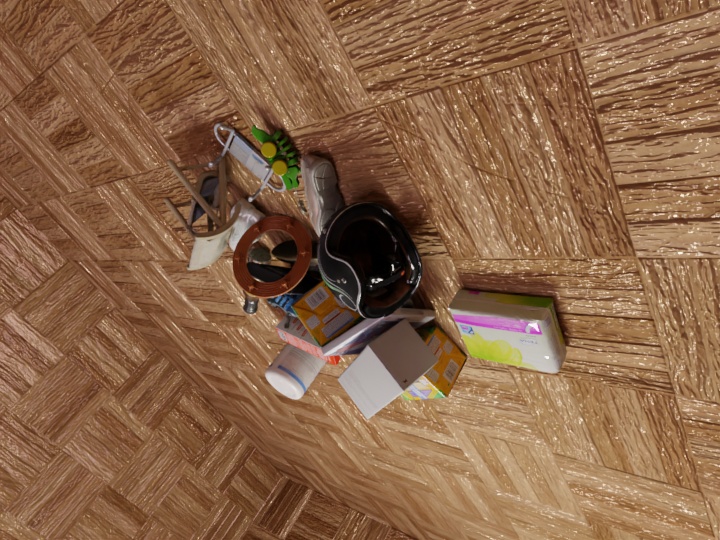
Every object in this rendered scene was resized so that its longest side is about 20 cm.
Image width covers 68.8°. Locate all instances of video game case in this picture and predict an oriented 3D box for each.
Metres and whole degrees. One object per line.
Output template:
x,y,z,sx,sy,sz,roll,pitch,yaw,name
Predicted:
0.041,0.138,1.163,0.200,0.182,0.023,-35,64,31,video game case

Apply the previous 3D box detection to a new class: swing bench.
-0.360,-0.132,1.222,0.199,0.129,0.201,-40,70,59,swing bench

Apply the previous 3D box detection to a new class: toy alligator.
-0.142,-0.208,1.044,0.054,0.059,0.201,-28,108,11,toy alligator

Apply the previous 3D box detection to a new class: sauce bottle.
-0.289,0.034,1.448,0.064,0.065,0.201,28,127,15,sauce bottle

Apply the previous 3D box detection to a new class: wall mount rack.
-0.241,-0.232,1.097,0.200,0.075,0.174,41,149,-7,wall mount rack

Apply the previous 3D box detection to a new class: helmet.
0.009,-0.026,1.008,0.191,0.199,0.201,52,160,34,helmet

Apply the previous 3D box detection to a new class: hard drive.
-0.173,0.023,1.298,0.139,0.033,0.200,23,-175,22,hard drive

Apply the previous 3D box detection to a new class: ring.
-0.207,-0.035,1.208,0.199,0.201,0.019,23,168,23,ring

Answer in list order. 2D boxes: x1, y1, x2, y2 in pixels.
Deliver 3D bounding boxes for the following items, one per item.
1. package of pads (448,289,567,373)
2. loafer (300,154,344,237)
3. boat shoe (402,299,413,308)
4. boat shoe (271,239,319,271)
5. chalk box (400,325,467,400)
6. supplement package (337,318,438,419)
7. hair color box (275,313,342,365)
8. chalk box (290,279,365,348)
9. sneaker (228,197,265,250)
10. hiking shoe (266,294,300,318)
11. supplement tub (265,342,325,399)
0.288,0.118,1.028,0.199,0.068,0.155,5,136,42,package of pads
-0.079,-0.145,1.068,0.063,0.072,0.201,36,147,37,loafer
0.074,0.101,1.233,0.202,0.074,0.065,98,153,-58,boat shoe
-0.129,-0.028,1.257,0.200,0.072,0.066,5,132,36,boat shoe
0.132,0.228,1.277,0.124,0.125,0.200,46,147,-14,chalk box
0.054,0.214,1.130,0.117,0.117,0.200,52,144,12,supplement package
-0.125,0.173,1.478,0.199,0.111,0.064,22,146,25,hair color box
-0.065,0.107,1.260,0.124,0.125,0.200,52,179,13,chalk box
-0.283,-0.094,1.329,0.080,0.071,0.201,30,148,6,sneaker
-0.203,0.073,1.460,0.199,0.075,0.087,11,141,36,hiking shoe
-0.178,0.267,1.570,0.131,0.200,0.132,26,148,18,supplement tub
